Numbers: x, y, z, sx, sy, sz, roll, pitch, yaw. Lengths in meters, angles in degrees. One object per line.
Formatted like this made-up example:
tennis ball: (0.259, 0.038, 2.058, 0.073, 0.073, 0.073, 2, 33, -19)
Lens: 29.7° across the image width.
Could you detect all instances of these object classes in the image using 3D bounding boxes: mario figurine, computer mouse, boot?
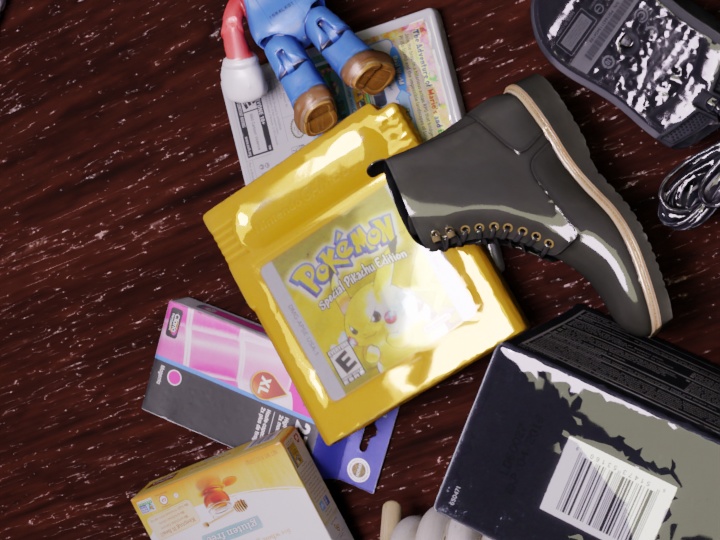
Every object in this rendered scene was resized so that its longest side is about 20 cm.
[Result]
mario figurine: (-0.054, -0.197, 1.004, 0.200, 0.123, 0.106, 58, 150, 17)
computer mouse: (0.199, -0.136, 0.913, 0.200, 0.053, 0.139, 47, 118, 16)
boot: (0.107, -0.020, 0.923, 0.138, 0.077, 0.200, -26, 70, -9)

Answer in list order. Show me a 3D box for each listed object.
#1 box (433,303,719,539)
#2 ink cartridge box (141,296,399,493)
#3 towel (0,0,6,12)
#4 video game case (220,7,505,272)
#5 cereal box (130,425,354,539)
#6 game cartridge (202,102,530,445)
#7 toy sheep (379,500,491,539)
box: (0.183, 0.124, 0.864, 0.200, 0.198, 0.123, 25, 105, 19)
ink cartridge box: (-0.070, 0.097, 1.055, 0.200, 0.037, 0.095, 19, 101, 18)
towel: (-0.407, -0.219, 1.138, 0.200, 0.086, 0.166, 28, 103, 18)
video game case: (-0.001, -0.073, 1.019, 0.182, 0.024, 0.200, -15, 88, 22)
cereal box: (-0.070, 0.233, 1.041, 0.144, 0.040, 0.200, -25, 97, 22)
game cartridge: (0.000, 0.000, 0.989, 0.176, 0.032, 0.200, -33, 82, 17)
toy sheep: (0.075, 0.222, 0.950, 0.200, 0.138, 0.138, -19, 87, 25)
